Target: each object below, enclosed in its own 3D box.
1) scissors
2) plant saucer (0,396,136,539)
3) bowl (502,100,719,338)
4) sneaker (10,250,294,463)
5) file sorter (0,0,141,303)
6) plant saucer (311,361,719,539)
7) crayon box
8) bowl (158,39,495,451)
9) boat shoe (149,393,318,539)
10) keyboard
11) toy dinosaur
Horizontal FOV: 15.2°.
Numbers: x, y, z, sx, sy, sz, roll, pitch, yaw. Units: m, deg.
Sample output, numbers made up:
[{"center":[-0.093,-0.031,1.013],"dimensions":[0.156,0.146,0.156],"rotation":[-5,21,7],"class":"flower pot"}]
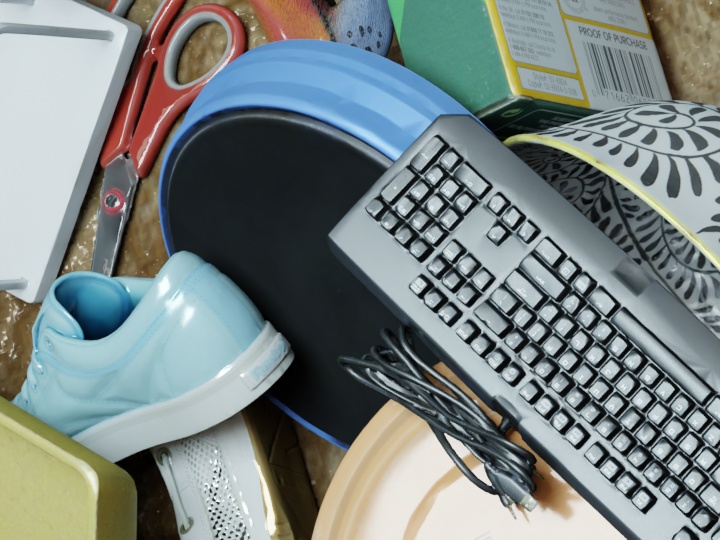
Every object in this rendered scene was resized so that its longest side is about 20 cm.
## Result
[{"center":[-0.116,-0.045,1.254],"dimensions":[0.073,0.014,0.200],"rotation":[25,92,20],"class":"scissors"},{"center":[-0.159,0.133,1.167],"dimensions":[0.200,0.048,0.200],"rotation":[25,121,41],"class":"plant saucer"},{"center":[0.153,0.001,1.067],"dimensions":[0.094,0.201,0.201],"rotation":[-39,68,-15],"class":"bowl"},{"center":[-0.115,0.038,1.172],"dimensions":[0.200,0.074,0.082],"rotation":[-24,105,40],"class":"sneaker"},{"center":[-0.232,-0.084,1.230],"dimensions":[0.200,0.125,0.139],"rotation":[26,104,22],"class":"file sorter"},{"center":[0.071,0.120,0.999],"dimensions":[0.200,0.032,0.200],"rotation":[-5,77,21],"class":"plant saucer"},{"center":[0.057,-0.148,1.137],"dimensions":[0.052,0.126,0.200],"rotation":[-25,72,34],"class":"crayon box"},{"center":[0.000,0.000,1.113],"dimensions":[0.201,0.201,0.039],"rotation":[27,50,23],"class":"bowl"},{"center":[-0.047,0.148,1.166],"dimensions":[0.069,0.071,0.200],"rotation":[-24,64,17],"class":"boat shoe"},{"center":[0.065,0.035,0.978],"dimensions":[0.200,0.040,0.104],"rotation":[43,97,23],"class":"keyboard"},{"center":[-0.016,-0.064,1.145],"dimensions":[0.105,0.200,0.182],"rotation":[-20,74,44],"class":"toy dinosaur"}]
